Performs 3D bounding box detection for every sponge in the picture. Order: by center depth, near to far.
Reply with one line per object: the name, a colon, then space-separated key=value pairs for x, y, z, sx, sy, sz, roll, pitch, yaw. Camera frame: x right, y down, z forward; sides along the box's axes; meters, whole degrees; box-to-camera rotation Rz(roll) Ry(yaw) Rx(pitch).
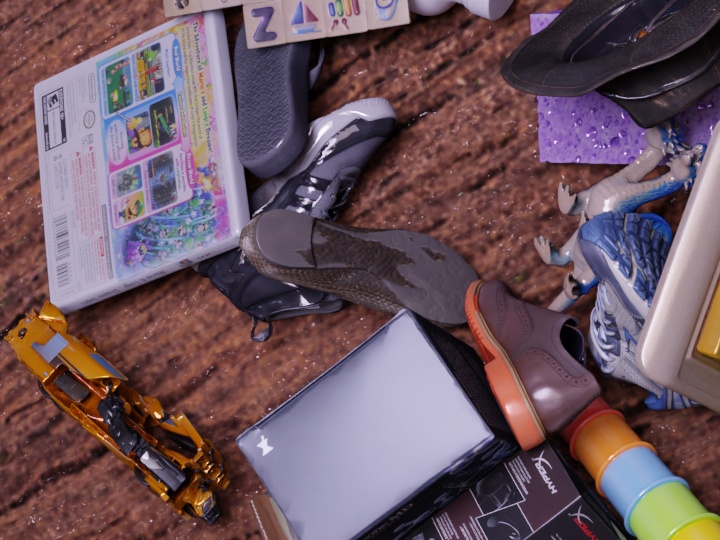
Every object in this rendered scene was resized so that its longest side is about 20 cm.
sponge: x=0.214 y=-0.130 z=1.345 sx=0.199 sy=0.030 sz=0.112 roll=4 pitch=103 yaw=35

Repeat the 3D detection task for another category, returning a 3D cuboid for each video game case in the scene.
video game case: x=-0.173 y=-0.086 z=1.460 sx=0.181 sy=0.024 sz=0.201 roll=-20 pitch=64 yaw=26

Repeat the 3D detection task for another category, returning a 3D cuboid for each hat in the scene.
hat: x=0.198 y=-0.146 z=1.265 sx=0.200 sy=0.201 sz=0.081 roll=-31 pitch=112 yaw=9

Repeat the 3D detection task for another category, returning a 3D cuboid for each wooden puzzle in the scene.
wooden puzzle: x=0.279 y=0.011 z=1.271 sx=0.037 sy=0.199 sz=0.186 roll=17 pitch=85 yaw=47

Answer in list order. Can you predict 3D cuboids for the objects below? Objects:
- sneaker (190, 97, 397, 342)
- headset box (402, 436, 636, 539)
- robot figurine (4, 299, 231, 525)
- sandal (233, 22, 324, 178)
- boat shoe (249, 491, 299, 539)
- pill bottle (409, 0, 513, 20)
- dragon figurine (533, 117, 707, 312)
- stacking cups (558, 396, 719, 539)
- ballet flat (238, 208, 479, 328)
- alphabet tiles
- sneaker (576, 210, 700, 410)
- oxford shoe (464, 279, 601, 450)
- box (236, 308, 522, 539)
sneaker: x=-0.030 y=-0.034 z=1.425 sx=0.200 sy=0.075 sz=0.114 roll=-40 pitch=73 yaw=12
headset box: x=0.095 y=0.232 z=1.297 sx=0.200 sy=0.149 sz=0.077 roll=-38 pitch=35 yaw=8
robot figurine: x=-0.174 y=0.111 z=1.409 sx=0.200 sy=0.145 sz=0.058 roll=38 pitch=81 yaw=23
sandal: x=-0.060 y=-0.146 z=1.439 sx=0.076 sy=0.043 sz=0.201 roll=-24 pitch=45 yaw=33
boat shoe: x=-0.036 y=0.257 z=1.376 sx=0.074 sy=0.076 sz=0.201 roll=-31 pitch=73 yaw=12
pill bottle: x=0.025 y=-0.258 z=1.428 sx=0.199 sy=0.104 sz=0.105 roll=24 pitch=88 yaw=19
dragon figurine: x=0.182 y=-0.024 z=1.336 sx=0.099 sy=0.201 sz=0.059 roll=-13 pitch=47 yaw=-27
stacking cups: x=0.199 y=0.151 z=1.302 sx=0.060 sy=0.060 sz=0.200 roll=-41 pitch=44 yaw=6
ballet flat: x=0.000 y=0.000 z=1.377 sx=0.046 sy=0.199 sz=0.068 roll=-29 pitch=53 yaw=55
alphabet tiles: x=-0.064 y=-0.253 z=1.405 sx=0.199 sy=0.008 sz=0.168 roll=-6 pitch=92 yaw=23
sneaker: x=0.189 y=0.039 z=1.297 sx=0.085 sy=0.200 sz=0.077 roll=-19 pitch=42 yaw=26
oxford shoe: x=0.122 y=0.056 z=1.320 sx=0.072 sy=0.200 sz=0.071 roll=-26 pitch=117 yaw=5
box: x=0.027 y=0.124 z=1.313 sx=0.148 sy=0.200 sz=0.107 roll=-37 pitch=73 yaw=7
